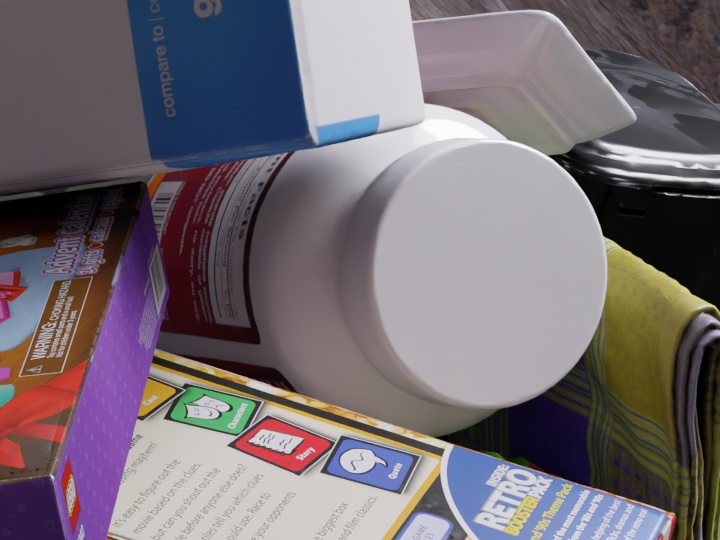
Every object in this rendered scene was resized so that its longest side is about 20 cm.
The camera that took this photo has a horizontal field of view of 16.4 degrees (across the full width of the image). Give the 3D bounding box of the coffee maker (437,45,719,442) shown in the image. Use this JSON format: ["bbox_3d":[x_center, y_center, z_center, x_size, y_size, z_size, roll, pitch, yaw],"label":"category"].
[{"bbox_3d":[0.104,0.027,1.062,0.134,0.201,0.192,-14,39,-43],"label":"coffee maker"}]

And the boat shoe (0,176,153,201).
[{"bbox_3d":[-0.109,-0.039,0.982,0.201,0.070,0.072,40,20,-12],"label":"boat shoe"}]

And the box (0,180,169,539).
[{"bbox_3d":[-0.127,0.034,0.637,0.200,0.136,0.039,-88,169,-69],"label":"box"}]

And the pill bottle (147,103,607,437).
[{"bbox_3d":[0.000,0.000,0.866,0.113,0.113,0.200,41,-15,-20],"label":"pill bottle"}]

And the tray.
[{"bbox_3d":[-0.003,-0.062,0.965,0.107,0.199,0.022,40,51,-59],"label":"tray"}]

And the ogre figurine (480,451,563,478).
[{"bbox_3d":[0.011,0.107,0.851,0.120,0.098,0.200,8,-2,-35],"label":"ogre figurine"}]

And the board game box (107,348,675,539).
[{"bbox_3d":[-0.033,0.086,0.663,0.199,0.046,0.152,18,28,15],"label":"board game box"}]

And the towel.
[{"bbox_3d":[0.073,0.052,0.885,0.023,0.144,0.200,-10,22,-22],"label":"towel"}]

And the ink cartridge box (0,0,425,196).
[{"bbox_3d":[-0.096,-0.067,0.746,0.145,0.199,0.085,-25,107,-76],"label":"ink cartridge box"}]
